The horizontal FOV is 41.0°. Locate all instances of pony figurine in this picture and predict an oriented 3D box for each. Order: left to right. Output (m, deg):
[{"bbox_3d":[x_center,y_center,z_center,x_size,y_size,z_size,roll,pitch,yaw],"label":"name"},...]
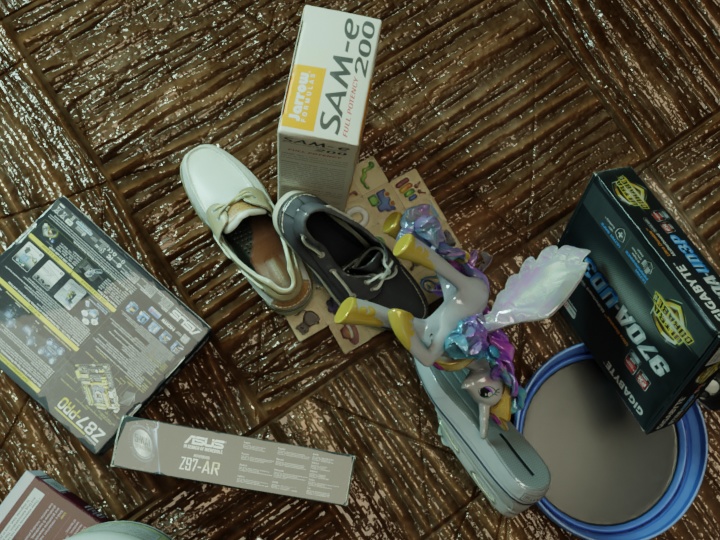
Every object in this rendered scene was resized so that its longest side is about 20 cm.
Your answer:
[{"bbox_3d":[0.097,0.031,0.895,0.200,0.166,0.193,38,64,-22],"label":"pony figurine"}]

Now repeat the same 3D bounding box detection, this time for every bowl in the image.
[{"bbox_3d":[0.248,0.171,0.973,0.200,0.039,0.201,2,78,-7],"label":"bowl"}]

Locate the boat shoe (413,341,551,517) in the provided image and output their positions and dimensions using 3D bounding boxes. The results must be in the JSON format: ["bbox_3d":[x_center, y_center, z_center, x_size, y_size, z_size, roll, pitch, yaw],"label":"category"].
[{"bbox_3d":[0.102,0.151,0.941,0.073,0.067,0.200,-6,52,-37],"label":"boat shoe"}]

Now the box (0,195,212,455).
[{"bbox_3d":[-0.268,0.052,0.928,0.200,0.049,0.161,41,75,2],"label":"box"}]

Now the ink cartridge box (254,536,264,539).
[{"bbox_3d":[-0.069,0.374,0.888,0.200,0.044,0.174,36,76,1],"label":"ink cartridge box"}]

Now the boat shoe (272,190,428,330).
[{"bbox_3d":[0.000,0.000,0.928,0.200,0.063,0.073,42,81,-26],"label":"boat shoe"}]

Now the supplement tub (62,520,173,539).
[{"bbox_3d":[-0.198,0.275,0.750,0.144,0.200,0.146,1,79,-7],"label":"supplement tub"}]

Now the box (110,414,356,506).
[{"bbox_3d":[-0.113,0.173,0.865,0.199,0.160,0.044,11,77,-4],"label":"box"}]

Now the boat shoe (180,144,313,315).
[{"bbox_3d":[-0.113,-0.050,0.953,0.075,0.068,0.200,-37,78,-8],"label":"boat shoe"}]

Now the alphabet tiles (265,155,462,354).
[{"bbox_3d":[-0.002,-0.018,0.998,0.200,0.006,0.167,-30,84,-12],"label":"alphabet tiles"}]

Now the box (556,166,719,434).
[{"bbox_3d":[0.261,0.027,0.907,0.046,0.159,0.200,-13,55,-23],"label":"box"}]

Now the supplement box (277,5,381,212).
[{"bbox_3d":[-0.033,-0.140,0.915,0.073,0.200,0.127,11,74,-2],"label":"supplement box"}]

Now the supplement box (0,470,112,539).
[{"bbox_3d":[-0.249,0.282,0.875,0.200,0.061,0.109,35,77,2],"label":"supplement box"}]

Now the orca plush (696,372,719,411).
[{"bbox_3d":[0.327,0.040,0.974,0.105,0.071,0.201,0,60,-46],"label":"orca plush"}]
